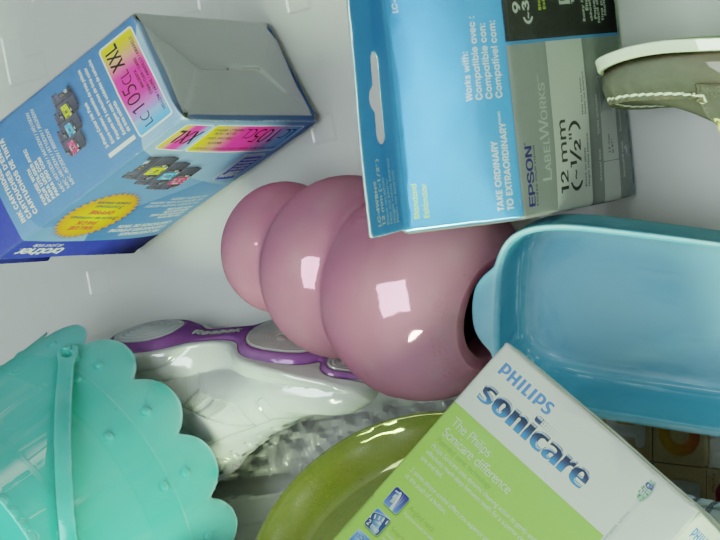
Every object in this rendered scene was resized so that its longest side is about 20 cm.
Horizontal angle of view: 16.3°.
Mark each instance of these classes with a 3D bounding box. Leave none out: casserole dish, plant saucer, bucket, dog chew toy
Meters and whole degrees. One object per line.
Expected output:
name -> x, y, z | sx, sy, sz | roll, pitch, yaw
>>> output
casserole dish -> 0.162, 0.025, 1.354 | 0.200, 0.039, 0.121 | 8, 122, 13
plant saucer -> 0.032, 0.172, 1.415 | 0.200, 0.031, 0.200 | -12, 53, 16
bucket -> -0.188, 0.152, 1.530 | 0.207, 0.135, 0.207 | 28, 134, 33
dog chew toy -> 0.000, 0.000, 1.445 | 0.200, 0.124, 0.125 | 18, 106, 38

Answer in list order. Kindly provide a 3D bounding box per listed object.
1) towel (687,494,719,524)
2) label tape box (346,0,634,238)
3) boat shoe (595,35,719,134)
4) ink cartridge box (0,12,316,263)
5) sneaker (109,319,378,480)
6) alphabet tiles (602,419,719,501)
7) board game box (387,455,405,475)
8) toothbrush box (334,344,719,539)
towel -> 0.199, 0.218, 1.360 | 0.165, 0.086, 0.200 | 5, 96, 36
label tape box -> 0.071, -0.098, 1.334 | 0.066, 0.200, 0.144 | -3, 95, 30
boat shoe -> 0.218, -0.095, 1.319 | 0.201, 0.072, 0.060 | -1, 91, 28
ink cartridge box -> -0.147, -0.071, 1.511 | 0.200, 0.136, 0.076 | -32, 74, 31
sneaker -> -0.067, 0.080, 1.532 | 0.200, 0.075, 0.100 | 1, 109, 37
alphabet tiles -> 0.138, 0.155, 1.441 | 0.200, 0.006, 0.167 | 4, 99, 31
board game box -> -0.007, 0.204, 1.464 | 0.103, 0.019, 0.200 | -26, 46, 31
toothbrush box -> 0.072, 0.165, 1.298 | 0.200, 0.086, 0.146 | -50, 58, 1
